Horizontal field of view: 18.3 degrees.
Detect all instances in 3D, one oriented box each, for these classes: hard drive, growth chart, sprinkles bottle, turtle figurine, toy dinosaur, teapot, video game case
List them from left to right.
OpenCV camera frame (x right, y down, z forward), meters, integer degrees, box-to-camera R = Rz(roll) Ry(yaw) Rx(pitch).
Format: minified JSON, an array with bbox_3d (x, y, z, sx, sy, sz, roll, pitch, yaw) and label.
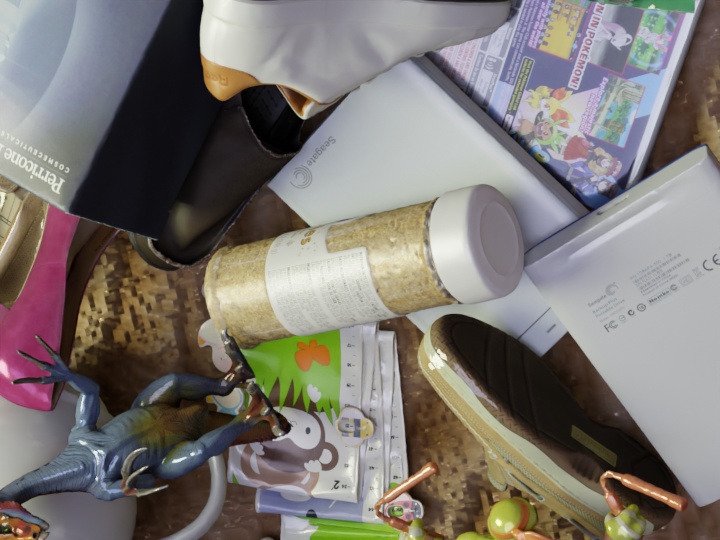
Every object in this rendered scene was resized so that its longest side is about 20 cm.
[{"bbox_3d":[-0.219,0.119,1.447,0.197,0.200,0.147,3,65,49],"label":"teapot"},{"bbox_3d":[-0.135,0.120,1.350,0.181,0.200,0.105,-33,54,-1],"label":"toy dinosaur"},{"bbox_3d":[-0.032,0.098,1.463,0.143,0.018,0.202,-7,101,16],"label":"growth chart"},{"bbox_3d":[0.000,0.000,1.362,0.199,0.068,0.069,-13,100,33],"label":"sprinkles bottle"},{"bbox_3d":[0.055,-0.031,1.388,0.200,0.027,0.132,43,118,-3],"label":"hard drive"},{"bbox_3d":[0.111,-0.156,1.363,0.181,0.023,0.202,21,106,9],"label":"video game case"},{"bbox_3d":[0.115,0.188,1.378,0.198,0.065,0.162,-5,136,20],"label":"turtle figurine"},{"bbox_3d":[0.207,0.037,1.354,0.131,0.025,0.200,-31,110,18],"label":"hard drive"}]

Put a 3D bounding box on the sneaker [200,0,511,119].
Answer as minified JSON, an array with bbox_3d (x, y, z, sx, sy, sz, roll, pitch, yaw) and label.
[{"bbox_3d":[-0.007,-0.136,1.314,0.198,0.073,0.085,-5,122,-27],"label":"sneaker"}]

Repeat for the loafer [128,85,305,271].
[{"bbox_3d":[-0.077,-0.083,1.379,0.073,0.071,0.201,23,103,-33],"label":"loafer"}]

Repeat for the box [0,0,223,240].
[{"bbox_3d":[-0.178,-0.154,1.337,0.199,0.123,0.200,28,95,23],"label":"box"}]

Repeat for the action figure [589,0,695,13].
[{"bbox_3d":[0.151,-0.257,1.298,0.117,0.055,0.202,9,89,12],"label":"action figure"}]

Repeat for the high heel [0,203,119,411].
[{"bbox_3d":[-0.168,-0.004,1.398,0.096,0.068,0.200,31,66,27],"label":"high heel"}]

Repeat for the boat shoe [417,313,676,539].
[{"bbox_3d":[0.102,0.110,1.389,0.200,0.072,0.076,41,129,-14],"label":"boat shoe"}]

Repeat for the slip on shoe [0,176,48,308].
[{"bbox_3d":[-0.221,-0.066,1.437,0.076,0.060,0.201,32,114,31],"label":"slip on shoe"}]
